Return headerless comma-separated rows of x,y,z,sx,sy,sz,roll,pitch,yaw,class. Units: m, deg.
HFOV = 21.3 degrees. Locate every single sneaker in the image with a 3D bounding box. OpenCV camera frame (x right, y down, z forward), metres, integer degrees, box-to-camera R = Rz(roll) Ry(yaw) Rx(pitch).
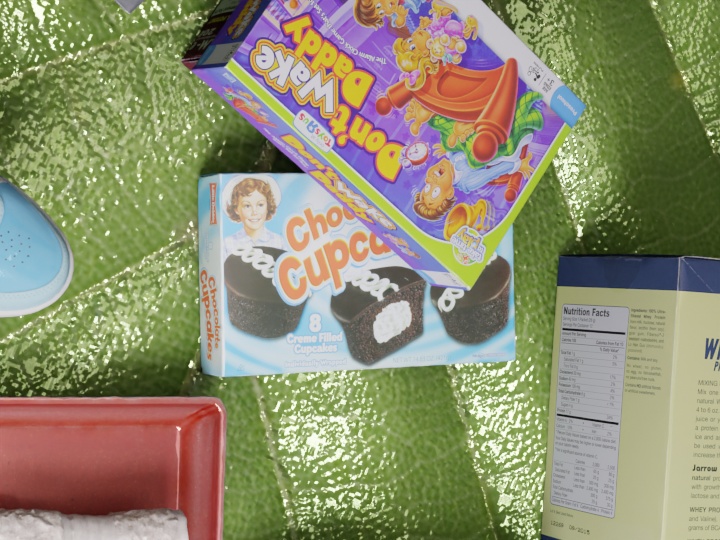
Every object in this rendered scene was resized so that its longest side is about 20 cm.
-0.213,-0.037,0.904,0.199,0.130,0.080,28,77,-22,sneaker

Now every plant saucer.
-0.173,0.169,1.053,0.198,0.037,0.202,2,91,-28,plant saucer

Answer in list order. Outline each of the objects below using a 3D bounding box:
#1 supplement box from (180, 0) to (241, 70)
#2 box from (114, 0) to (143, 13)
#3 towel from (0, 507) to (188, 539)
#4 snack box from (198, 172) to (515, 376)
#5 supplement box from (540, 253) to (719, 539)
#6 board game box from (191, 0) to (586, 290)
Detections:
-0.004,-0.172,1.125,0.109,0.061,0.201,37,75,-23,supplement box
-0.134,-0.258,1.003,0.160,0.044,0.200,-42,126,8,box
-0.160,0.228,1.022,0.131,0.034,0.202,4,89,-28,towel
0.000,0.000,1.142,0.198,0.037,0.117,-2,91,-28,snack box
0.234,0.095,1.212,0.198,0.134,0.202,4,89,-28,supplement box
0.020,-0.103,1.081,0.200,0.045,0.135,41,73,-26,board game box
